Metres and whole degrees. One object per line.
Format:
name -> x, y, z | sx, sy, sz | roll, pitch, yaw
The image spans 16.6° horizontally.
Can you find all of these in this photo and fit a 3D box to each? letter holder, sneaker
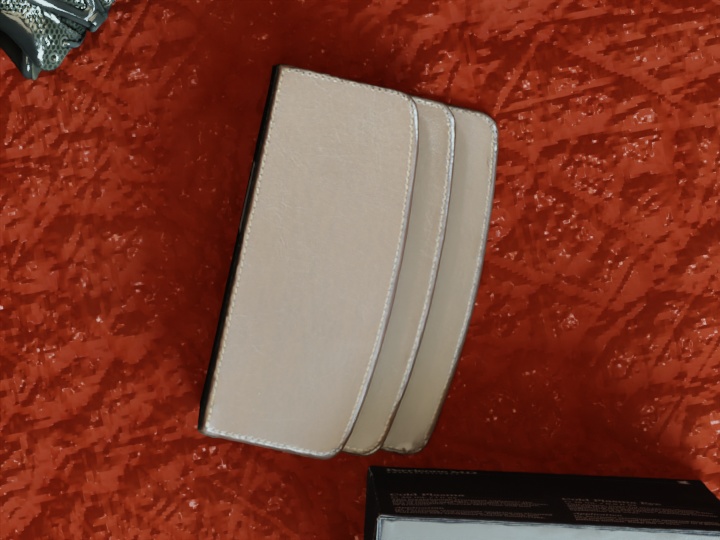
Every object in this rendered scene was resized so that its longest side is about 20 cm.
letter holder -> 0.000, 0.000, 1.353 | 0.141, 0.101, 0.202 | 13, 94, -4
sneaker -> -0.137, -0.167, 1.355 | 0.198, 0.076, 0.115 | -2, 116, -17

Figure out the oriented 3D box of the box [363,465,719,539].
box -> 0.101, 0.172, 1.325 | 0.198, 0.182, 0.105 | 3, 94, -1
